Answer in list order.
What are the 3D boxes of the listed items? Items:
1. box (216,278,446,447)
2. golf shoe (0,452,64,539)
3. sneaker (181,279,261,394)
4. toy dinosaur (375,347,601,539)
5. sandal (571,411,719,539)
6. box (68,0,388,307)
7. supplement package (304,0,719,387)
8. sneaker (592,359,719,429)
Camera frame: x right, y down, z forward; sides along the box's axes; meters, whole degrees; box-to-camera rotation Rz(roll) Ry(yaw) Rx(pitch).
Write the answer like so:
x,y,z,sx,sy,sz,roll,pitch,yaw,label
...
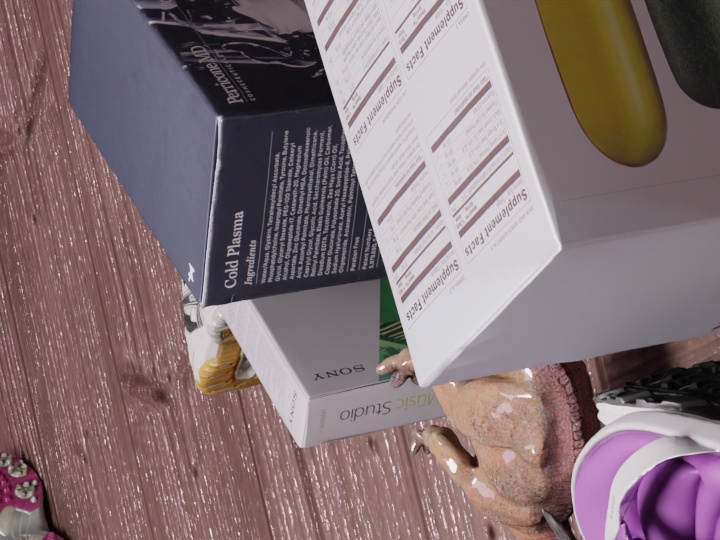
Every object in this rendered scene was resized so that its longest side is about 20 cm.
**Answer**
x,y,z,sx,sy,sz,roll,pitch,yaw,label
0.000,0.000,1.307,0.200,0.144,0.036,-123,31,-43,box
-0.283,0.230,2.170,0.200,0.075,0.092,-124,29,-47,golf shoe
-0.071,0.001,1.565,0.200,0.075,0.088,127,129,-60,sneaker
0.081,0.076,1.179,0.136,0.086,0.200,42,156,54,toy dinosaur
0.124,0.096,1.009,0.083,0.050,0.203,66,155,-4,sandal
-0.024,-0.087,1.279,0.200,0.182,0.104,-128,36,-48,box
0.086,-0.081,1.056,0.151,0.151,0.200,130,127,-61,supplement package
0.156,0.082,1.064,0.200,0.074,0.080,21,123,64,sneaker
